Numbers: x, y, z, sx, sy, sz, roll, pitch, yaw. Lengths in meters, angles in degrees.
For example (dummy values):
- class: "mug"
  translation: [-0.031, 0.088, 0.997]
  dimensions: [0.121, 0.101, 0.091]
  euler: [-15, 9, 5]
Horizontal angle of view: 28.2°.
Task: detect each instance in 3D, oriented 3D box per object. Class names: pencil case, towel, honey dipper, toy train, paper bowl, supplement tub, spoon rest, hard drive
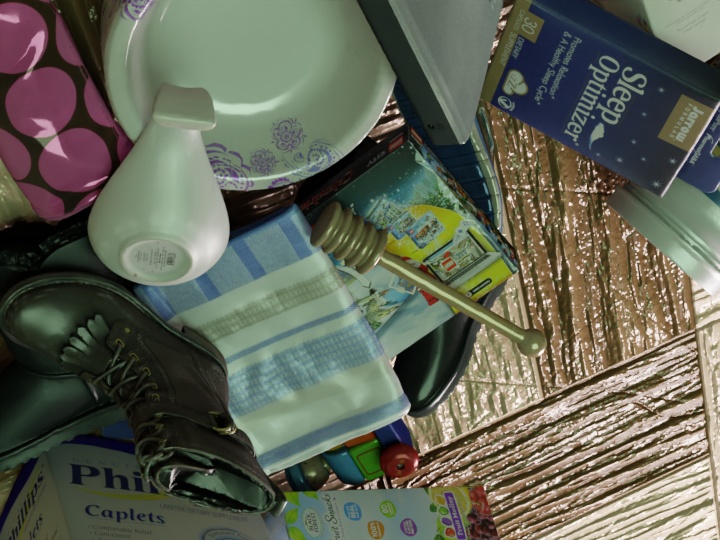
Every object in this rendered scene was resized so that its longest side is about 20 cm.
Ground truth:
- class: "pencil case"
  translation: [-0.223, -0.133, 0.969]
  dimensions: [0.094, 0.091, 0.200]
  euler: [-26, 128, -4]
- class: "towel"
  translation: [-0.065, 0.059, 1.086]
  dimensions: [0.147, 0.024, 0.200]
  euler: [-23, 114, 12]
- class: "honey dipper"
  translation: [0.055, 0.014, 1.054]
  dimensions: [0.200, 0.038, 0.038]
  euler: [31, 103, -16]
- class: "toy train"
  translation: [-0.038, 0.108, 1.205]
  dimensions: [0.115, 0.085, 0.200]
  euler: [-25, 126, 8]
- class: "paper bowl"
  translation: [-0.079, -0.163, 0.992]
  dimensions: [0.200, 0.104, 0.201]
  euler: [-7, 128, -9]
- class: "supplement tub"
  translation: [0.318, -0.092, 1.200]
  dimensions: [0.145, 0.145, 0.200]
  euler: [35, 100, -35]
- class: "spoon rest"
  translation: [-0.130, -0.057, 0.971]
  dimensions: [0.099, 0.061, 0.200]
  euler: [8, 143, -12]
- class: "hard drive"
  translation: [0.040, -0.200, 0.951]
  dimensions: [0.033, 0.140, 0.200]
  euler: [0, 146, 26]

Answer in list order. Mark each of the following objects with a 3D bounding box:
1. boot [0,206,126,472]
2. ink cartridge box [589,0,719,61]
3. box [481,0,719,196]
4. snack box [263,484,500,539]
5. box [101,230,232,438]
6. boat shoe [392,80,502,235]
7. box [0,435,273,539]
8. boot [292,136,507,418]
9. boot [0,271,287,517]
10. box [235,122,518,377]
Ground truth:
- class: "boot"
  translation: [-0.258, 0.052, 1.071]
  dimensions: [0.200, 0.076, 0.168]
  euler: [-21, 117, 1]
- class: "ink cartridge box"
  translation: [0.201, -0.253, 1.071]
  dimensions: [0.067, 0.117, 0.200]
  euler: [-32, 125, -5]
- class: "box"
  translation: [0.195, -0.131, 1.083]
  dimensions: [0.032, 0.200, 0.121]
  euler: [-57, 172, -34]
- class: "snack box"
  translation: [-0.001, 0.262, 1.279]
  dimensions: [0.199, 0.068, 0.169]
  euler: [2, 141, -24]
- class: "box"
  translation: [-0.132, 0.061, 1.159]
  dimensions: [0.121, 0.032, 0.200]
  euler: [4, 117, -26]
- class: "boat shoe"
  translation: [0.077, -0.095, 1.115]
  dimensions: [0.072, 0.072, 0.201]
  euler: [-3, 112, 23]
- class: "box"
  translation: [-0.172, 0.232, 1.135]
  dimensions: [0.184, 0.200, 0.105]
  euler: [14, 111, -30]
- class: "boot"
  translation: [0.020, 0.005, 1.154]
  dimensions: [0.200, 0.066, 0.165]
  euler: [39, 71, -39]
- class: "boot"
  translation: [-0.148, 0.085, 0.974]
  dimensions: [0.200, 0.174, 0.069]
  euler: [24, 108, -26]
- class: "box"
  translation: [0.000, 0.000, 1.089]
  dimensions: [0.200, 0.038, 0.137]
  euler: [-35, 112, 17]
